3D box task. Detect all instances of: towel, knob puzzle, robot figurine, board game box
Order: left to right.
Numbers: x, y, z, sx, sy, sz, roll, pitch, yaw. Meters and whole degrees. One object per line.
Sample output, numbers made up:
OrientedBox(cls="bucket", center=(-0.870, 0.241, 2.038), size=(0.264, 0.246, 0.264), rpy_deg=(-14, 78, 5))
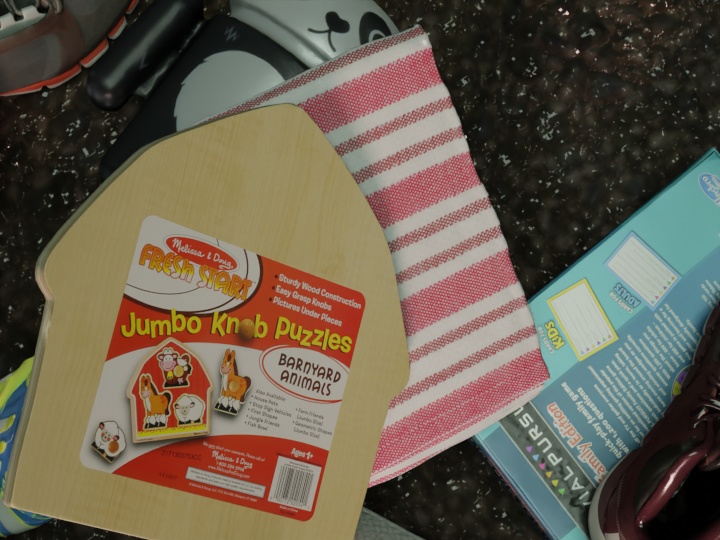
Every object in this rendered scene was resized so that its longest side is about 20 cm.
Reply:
OrientedBox(cls="knob puzzle", center=(-0.060, 0.023, 0.669), size=(0.217, 0.030, 0.223), rpy_deg=(-1, 92, -36))
OrientedBox(cls="robot figurine", center=(-0.055, -0.061, 0.773), size=(0.201, 0.150, 0.124), rpy_deg=(-52, 43, -6))
OrientedBox(cls="towel", center=(0.000, 0.000, 0.727), size=(0.145, 0.030, 0.202), rpy_deg=(-25, 103, -16))
OrientedBox(cls="board game box", center=(0.158, 0.057, 0.804), size=(0.199, 0.047, 0.152), rpy_deg=(-38, 85, -5))

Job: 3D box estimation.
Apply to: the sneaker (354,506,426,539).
OrientedBox(cls="sneaker", center=(0.030, 0.210, 0.780), size=(0.199, 0.074, 0.119), rpy_deg=(31, 108, -12))

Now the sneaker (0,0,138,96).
OrientedBox(cls="sneaker", center=(-0.200, -0.131, 0.800), size=(0.199, 0.082, 0.077), rpy_deg=(-37, 85, -5))

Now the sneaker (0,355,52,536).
OrientedBox(cls="sneaker", center=(-0.157, 0.086, 0.724), size=(0.076, 0.105, 0.200), rpy_deg=(42, 121, -5))

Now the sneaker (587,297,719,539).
OrientedBox(cls="sneaker", center=(0.192, 0.069, 0.721), size=(0.075, 0.116, 0.201), rpy_deg=(34, 84, 3))
